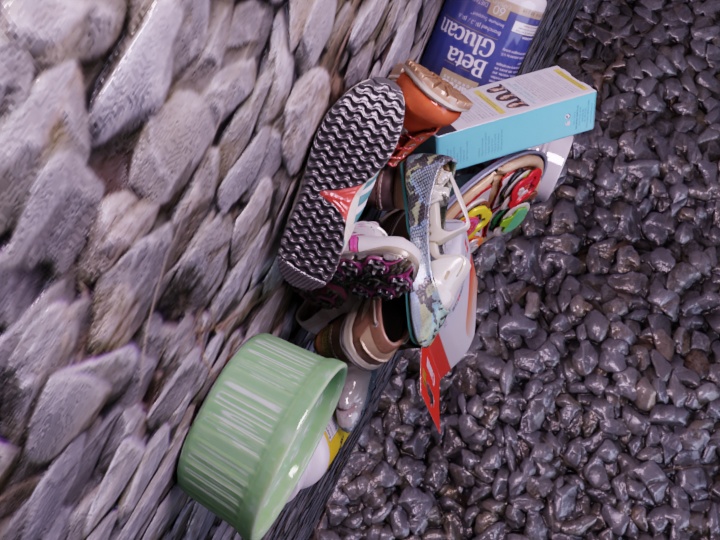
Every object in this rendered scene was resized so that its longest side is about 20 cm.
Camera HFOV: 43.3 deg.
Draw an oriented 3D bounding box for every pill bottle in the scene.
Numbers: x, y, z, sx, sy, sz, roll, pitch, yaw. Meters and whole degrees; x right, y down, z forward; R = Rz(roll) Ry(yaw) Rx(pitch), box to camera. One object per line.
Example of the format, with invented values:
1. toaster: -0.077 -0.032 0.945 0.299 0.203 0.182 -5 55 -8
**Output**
1. pill bottle: 0.129 -0.243 1.068 0.202 0.110 0.111 -68 170 23
2. pill bottle: -0.076 0.196 1.120 0.200 0.112 0.113 -48 162 -60
3. pill bottle: 0.172 -0.173 1.207 0.113 0.198 0.114 22 90 -85

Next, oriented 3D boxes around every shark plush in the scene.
1. shark plush: -0.003 0.123 1.156 0.200 0.090 0.084 -72 148 -71

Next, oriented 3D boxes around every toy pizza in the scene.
1. toy pizza: 0.156 -0.067 1.108 0.199 0.032 0.201 -33 159 -14

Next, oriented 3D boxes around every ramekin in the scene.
1. ramekin: -0.101 0.162 0.922 0.201 0.097 0.200 -61 171 -17

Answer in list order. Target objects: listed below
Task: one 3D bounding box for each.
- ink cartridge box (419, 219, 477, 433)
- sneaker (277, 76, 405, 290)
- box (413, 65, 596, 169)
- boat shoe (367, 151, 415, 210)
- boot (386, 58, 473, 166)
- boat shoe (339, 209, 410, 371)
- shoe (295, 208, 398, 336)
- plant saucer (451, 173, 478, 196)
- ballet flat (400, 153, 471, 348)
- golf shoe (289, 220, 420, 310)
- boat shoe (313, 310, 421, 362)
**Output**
1. ink cartridge box: 0.103 0.067 1.037 0.163 0.050 0.202 65 25 -61
2. sneaker: -0.023 -0.083 0.836 0.093 0.070 0.202 -123 -125 -79
3. box: 0.155 -0.168 1.006 0.198 0.082 0.050 -18 127 -15
4. boat shoe: 0.037 -0.111 1.053 0.200 0.069 0.071 -35 127 -73
5. boot: 0.046 -0.143 0.885 0.108 0.075 0.200 -56 -170 3
6. boat shoe: 0.041 0.014 0.968 0.072 0.075 0.202 -29 -143 47
7. shoe: 0.000 0.000 1.066 0.200 0.070 0.053 -48 141 11
8. plant saucer: 0.096 -0.055 1.159 0.200 0.036 0.200 -41 164 -15
9. ballet flat: 0.078 -0.025 0.910 0.074 0.073 0.202 72 14 -78
10. golf shoe: -0.002 -0.019 0.913 0.199 0.072 0.093 -9 -131 58
11. boat shoe: 0.021 0.063 1.056 0.199 0.067 0.073 -4 84 -56
